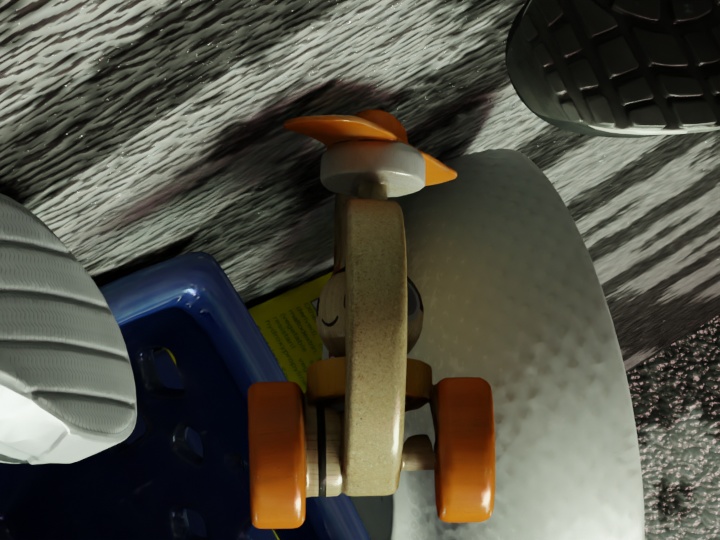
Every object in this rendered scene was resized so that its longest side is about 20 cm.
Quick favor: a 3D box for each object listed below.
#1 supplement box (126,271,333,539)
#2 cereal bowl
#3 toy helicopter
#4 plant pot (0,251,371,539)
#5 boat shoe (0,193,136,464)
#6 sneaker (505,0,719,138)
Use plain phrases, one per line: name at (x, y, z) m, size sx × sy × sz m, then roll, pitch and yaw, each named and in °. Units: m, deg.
supplement box at (-0.025, 0.075, 1.187) m, size 0.199 × 0.109 × 0.109 m, roll -23°, pitch 169°, yaw -43°
cereal bowl at (0.037, 0.058, 1.050) m, size 0.083 × 0.201 × 0.200 m, roll -11°, pitch 167°, yaw -14°
toy helicopter at (0.000, 0.000, 0.916) m, size 0.078 × 0.133 × 0.200 m, roll -2°, pitch -166°, yaw -1°
plant pot at (-0.119, 0.137, 0.947) m, size 0.199 × 0.201 × 0.180 m, roll -25°, pitch 176°, yaw -37°
boat shoe at (-0.126, 0.020, 0.695) m, size 0.071 × 0.072 × 0.200 m, roll -24°, pitch 164°, yaw 18°
sneaker at (0.119, -0.084, 0.906) m, size 0.199 × 0.076 × 0.087 m, roll -26°, pitch 176°, yaw -32°
